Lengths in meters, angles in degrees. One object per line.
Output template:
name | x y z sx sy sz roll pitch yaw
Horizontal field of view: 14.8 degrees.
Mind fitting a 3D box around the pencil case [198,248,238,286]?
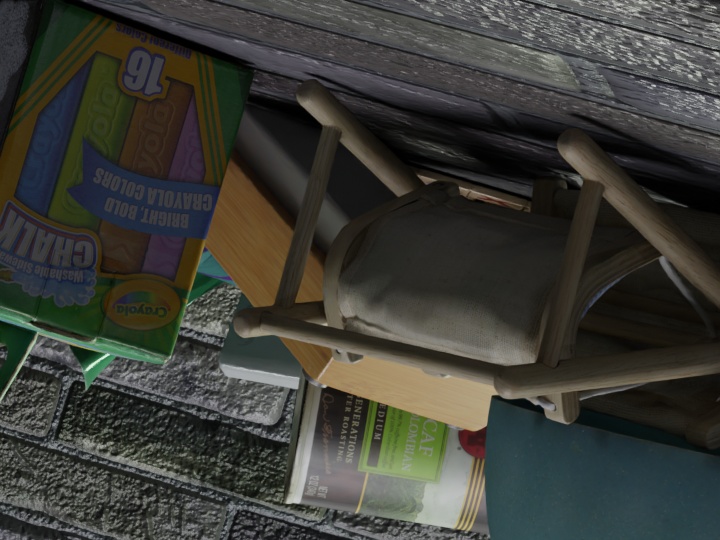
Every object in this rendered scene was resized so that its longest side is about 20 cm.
pencil case | -0.068 -0.034 1.788 0.200 0.085 0.093 18 -145 -57

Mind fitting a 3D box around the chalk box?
chalk box | -0.154 -0.025 1.386 0.124 0.201 0.124 18 177 -29

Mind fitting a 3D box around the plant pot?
plant pot | 0.148 0.148 1.378 0.199 0.135 0.200 12 -179 0

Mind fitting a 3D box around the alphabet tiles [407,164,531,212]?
alphabet tiles | 0.032 -0.054 1.709 0.199 0.008 0.167 16 177 -1

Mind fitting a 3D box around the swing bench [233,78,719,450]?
swing bench | 0.085 0.005 1.335 0.200 0.130 0.199 19 176 -42

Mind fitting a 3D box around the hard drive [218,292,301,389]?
hard drive | 0.016 0.026 1.875 0.199 0.132 0.026 9 155 21

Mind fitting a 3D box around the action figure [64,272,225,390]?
action figure | -0.121 -0.015 1.871 0.055 0.200 0.118 45 157 44

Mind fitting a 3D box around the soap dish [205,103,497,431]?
soap dish | 0.000 0.000 1.525 0.157 0.081 0.200 19 -158 -42

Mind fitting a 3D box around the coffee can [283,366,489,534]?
coffee can | 0.061 0.090 1.731 0.199 0.147 0.146 9 177 -3
